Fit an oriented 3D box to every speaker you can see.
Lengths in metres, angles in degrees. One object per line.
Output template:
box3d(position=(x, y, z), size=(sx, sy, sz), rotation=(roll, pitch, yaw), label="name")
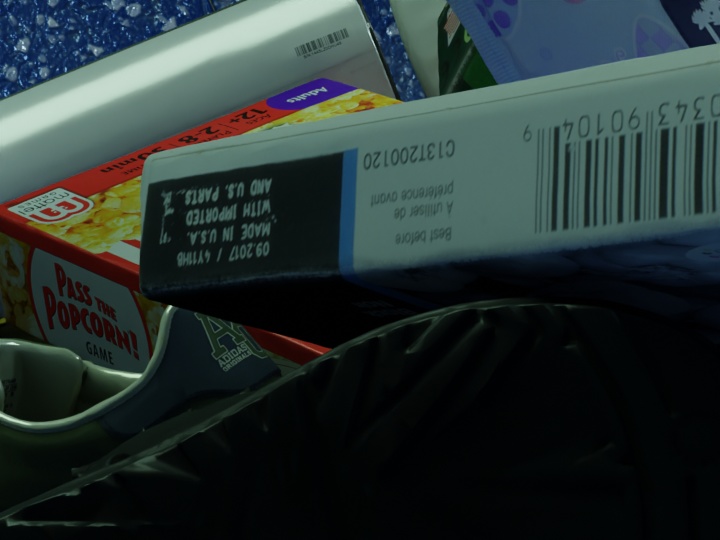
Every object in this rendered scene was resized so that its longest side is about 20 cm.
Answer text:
box3d(position=(-0.085, -0.044, 0.939), size=(0.200, 0.081, 0.081), rotation=(-22, 5, 0), label="speaker")

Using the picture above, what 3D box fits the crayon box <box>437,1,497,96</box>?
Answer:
box3d(position=(0.140, -0.085, 0.807), size=(0.051, 0.200, 0.127), rotation=(-90, 20, -46), label="crayon box")

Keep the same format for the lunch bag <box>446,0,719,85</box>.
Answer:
box3d(position=(0.138, -0.073, 0.644), size=(0.170, 0.127, 0.200), rotation=(-16, -28, 42), label="lunch bag")

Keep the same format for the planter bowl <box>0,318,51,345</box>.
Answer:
box3d(position=(-0.047, 0.023, 0.994), size=(0.200, 0.084, 0.200), rotation=(-22, 4, 2), label="planter bowl")

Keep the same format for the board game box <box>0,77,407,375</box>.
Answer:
box3d(position=(0.000, 0.000, 0.792), size=(0.151, 0.046, 0.200), rotation=(-26, 32, -36), label="board game box")

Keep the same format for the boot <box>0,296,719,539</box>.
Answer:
box3d(position=(-0.001, 0.053, 0.568), size=(0.198, 0.073, 0.162), rotation=(-19, -1, 11), label="boot")

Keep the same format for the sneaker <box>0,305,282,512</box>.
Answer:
box3d(position=(-0.097, 0.063, 0.727), size=(0.200, 0.090, 0.067), rotation=(-19, 6, 32), label="sneaker")

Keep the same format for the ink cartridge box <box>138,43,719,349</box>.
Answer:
box3d(position=(0.085, 0.000, 0.572), size=(0.200, 0.043, 0.198), rotation=(14, -15, -42), label="ink cartridge box")

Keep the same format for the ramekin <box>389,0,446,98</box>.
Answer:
box3d(position=(0.093, -0.090, 1.001), size=(0.098, 0.201, 0.200), rotation=(-29, 2, 19), label="ramekin")
